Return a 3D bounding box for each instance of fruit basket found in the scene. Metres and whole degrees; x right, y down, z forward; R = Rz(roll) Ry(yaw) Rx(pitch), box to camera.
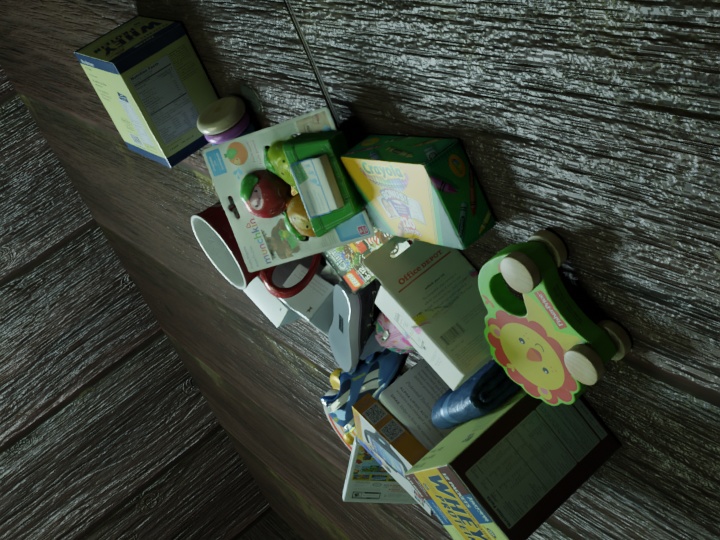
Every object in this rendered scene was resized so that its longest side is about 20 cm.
[{"bbox_3d":[-0.100,-0.103,1.294,0.094,0.199,0.186,-55,-52,-69],"label":"fruit basket"}]

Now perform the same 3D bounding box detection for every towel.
[{"bbox_3d":[0.163,0.169,1.348,0.049,0.112,0.200,52,160,4],"label":"towel"}]

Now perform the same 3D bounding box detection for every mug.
[{"bbox_3d":[-0.128,-0.065,1.467,0.178,0.200,0.133,59,158,-19],"label":"mug"}]

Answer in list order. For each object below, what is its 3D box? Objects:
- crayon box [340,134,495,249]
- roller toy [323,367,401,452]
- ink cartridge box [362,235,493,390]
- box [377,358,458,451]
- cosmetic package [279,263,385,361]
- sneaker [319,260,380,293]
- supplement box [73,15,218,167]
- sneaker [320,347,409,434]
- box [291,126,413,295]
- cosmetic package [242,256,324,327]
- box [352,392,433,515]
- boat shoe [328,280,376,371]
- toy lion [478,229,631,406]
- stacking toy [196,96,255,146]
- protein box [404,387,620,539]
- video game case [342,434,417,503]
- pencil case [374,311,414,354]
[{"bbox_3d":[0.067,-0.101,1.188,0.200,0.058,0.119,16,139,59],"label":"crayon box"},{"bbox_3d":[0.025,0.269,1.775,0.182,0.140,0.200,42,157,27],"label":"roller toy"},{"bbox_3d":[0.102,0.040,1.263,0.200,0.116,0.068,49,159,14],"label":"ink cartridge box"},{"bbox_3d":[0.126,0.261,1.552,0.200,0.131,0.199,48,158,13],"label":"box"},{"bbox_3d":[-0.039,0.077,1.599,0.102,0.074,0.200,33,173,42],"label":"cosmetic package"},{"bbox_3d":[0.000,0.000,1.501,0.099,0.078,0.200,45,168,3],"label":"sneaker"},{"bbox_3d":[-0.356,-0.310,1.653,0.200,0.134,0.200,25,146,52],"label":"supplement box"},{"bbox_3d":[0.012,0.171,1.572,0.082,0.200,0.074,39,-172,10],"label":"sneaker"},{"bbox_3d":[-0.021,-0.081,1.354,0.200,0.038,0.137,52,129,2],"label":"box"},{"bbox_3d":[-0.150,-0.003,1.687,0.200,0.151,0.052,46,125,19],"label":"cosmetic package"},{"bbox_3d":[0.068,0.290,1.482,0.200,0.041,0.119,43,157,31],"label":"box"},{"bbox_3d":[-0.006,0.079,1.486,0.070,0.066,0.200,49,151,36],"label":"boat shoe"},{"bbox_3d":[0.204,0.067,1.125,0.200,0.069,0.192,55,153,-4],"label":"toy lion"},{"bbox_3d":[-0.187,-0.186,1.592,0.085,0.085,0.200,28,155,49],"label":"stacking toy"},{"bbox_3d":[0.197,0.256,1.289,0.135,0.200,0.199,51,160,4],"label":"protein box"},{"bbox_3d":[0.077,0.356,1.710,0.023,0.199,0.182,-93,10,-45],"label":"video game case"},{"bbox_3d":[0.087,0.076,1.402,0.088,0.087,0.200,54,159,-4],"label":"pencil case"}]
